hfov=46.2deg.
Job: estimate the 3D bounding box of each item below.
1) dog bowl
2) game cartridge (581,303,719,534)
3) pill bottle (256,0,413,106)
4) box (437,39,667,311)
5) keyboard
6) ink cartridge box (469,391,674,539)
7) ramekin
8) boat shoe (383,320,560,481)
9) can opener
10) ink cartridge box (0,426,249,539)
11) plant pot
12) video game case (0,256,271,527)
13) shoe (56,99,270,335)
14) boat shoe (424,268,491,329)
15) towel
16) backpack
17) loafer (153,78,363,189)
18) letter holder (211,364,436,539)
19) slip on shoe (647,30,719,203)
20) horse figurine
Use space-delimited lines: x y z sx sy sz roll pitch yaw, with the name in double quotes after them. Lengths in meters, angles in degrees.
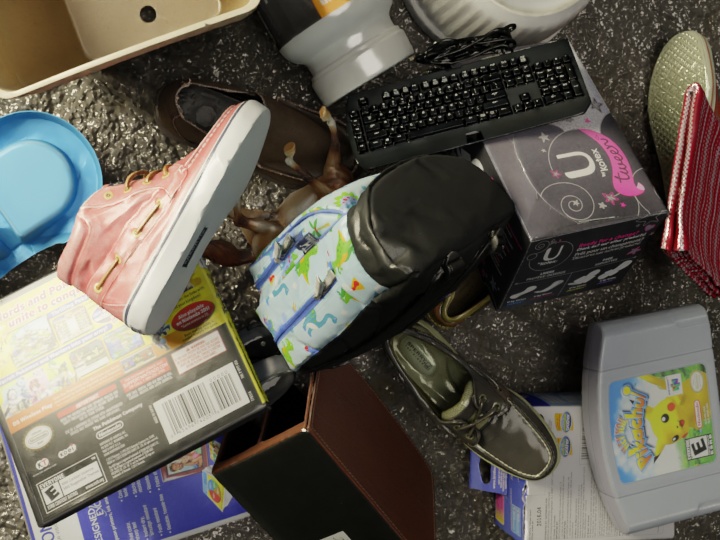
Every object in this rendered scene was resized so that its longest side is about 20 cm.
-0.310 -0.049 0.707 0.199 0.050 0.112 -35 100 -10 "dog bowl"
0.277 0.142 0.801 0.131 0.040 0.203 -9 93 -10 "game cartridge"
-0.041 -0.254 0.731 0.116 0.116 0.202 -33 100 -11 "pill bottle"
0.154 -0.089 0.745 0.130 0.115 0.202 -12 61 -13 "box"
0.081 -0.154 0.693 0.197 0.040 0.105 -14 62 0 "keyboard"
0.208 0.193 0.839 0.197 0.076 0.139 1 91 -16 "ink cartridge box"
0.136 -0.304 0.780 0.197 0.105 0.203 -1 93 -14 "ramekin"
0.095 0.122 0.775 0.201 0.066 0.072 42 102 14 "boat shoe"
-0.151 0.105 0.709 0.198 0.079 0.064 -24 107 -5 "can opener"
-0.204 0.146 0.748 0.197 0.047 0.201 -14 98 -12 "ink cartridge box"
-0.193 -0.254 0.650 0.197 0.177 0.202 -20 98 0 "plant pot"
-0.197 0.075 0.679 0.198 0.026 0.182 -27 76 -3 "video game case"
-0.153 -0.058 0.655 0.090 0.071 0.202 29 87 7 "shoe"
0.139 -0.020 0.814 0.072 0.068 0.200 42 82 -12 "boat shoe"
0.312 -0.063 0.756 0.199 0.022 0.147 22 77 -55 "towel"
0.000 0.000 0.670 0.154 0.201 0.163 43 42 15 "backpack"
-0.085 -0.119 0.750 0.197 0.071 0.074 11 90 -15 "loafer"
-0.023 0.180 0.766 0.100 0.143 0.201 -27 116 20 "letter holder"
0.343 -0.142 0.867 0.061 0.074 0.203 -12 95 -36 "slip on shoe"
-0.062 -0.055 0.745 0.198 0.050 0.133 -30 139 8 "horse figurine"
